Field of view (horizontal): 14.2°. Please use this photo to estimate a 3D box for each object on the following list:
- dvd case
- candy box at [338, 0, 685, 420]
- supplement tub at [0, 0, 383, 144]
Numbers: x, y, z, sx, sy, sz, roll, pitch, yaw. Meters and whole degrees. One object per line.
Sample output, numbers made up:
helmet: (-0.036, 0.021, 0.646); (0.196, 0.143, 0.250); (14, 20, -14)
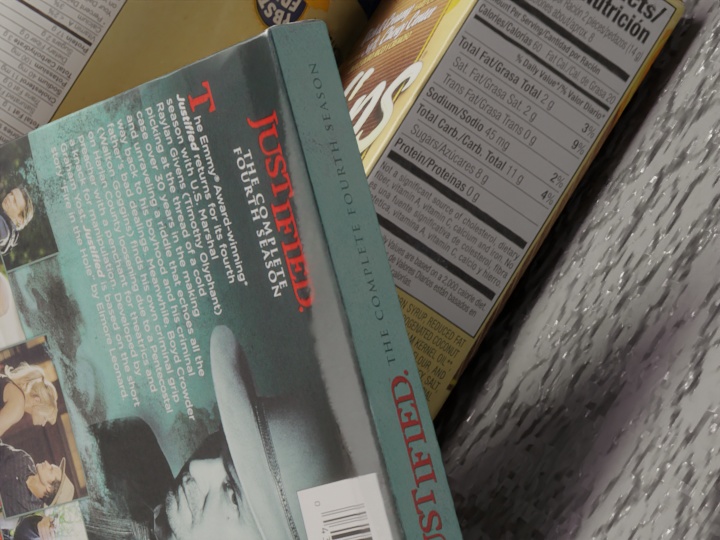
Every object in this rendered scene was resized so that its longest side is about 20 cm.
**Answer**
dvd case: (-0.061, 0.036, 0.694); (0.022, 0.147, 0.200); (-12, -5, -43)
candy box: (0.000, 0.000, 0.786); (0.200, 0.055, 0.115); (-59, 13, -6)
supplement tub: (-0.094, -0.051, 0.849); (0.200, 0.144, 0.144); (-58, 14, -7)
